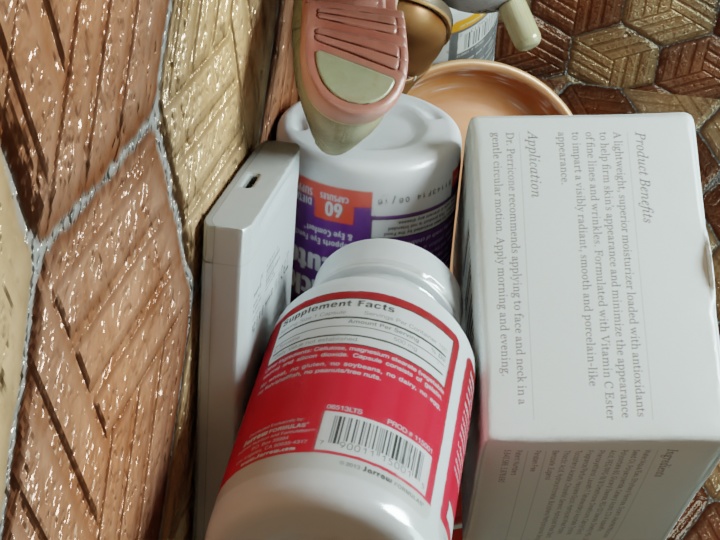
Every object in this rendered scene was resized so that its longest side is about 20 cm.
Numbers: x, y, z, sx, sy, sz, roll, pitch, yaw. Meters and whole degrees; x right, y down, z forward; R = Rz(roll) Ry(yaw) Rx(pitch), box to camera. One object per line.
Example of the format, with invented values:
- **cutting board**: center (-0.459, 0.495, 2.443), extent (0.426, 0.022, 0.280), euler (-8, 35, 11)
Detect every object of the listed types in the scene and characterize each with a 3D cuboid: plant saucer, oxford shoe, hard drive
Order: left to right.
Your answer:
- **hard drive**: center (-0.061, 0.046, 0.760), extent (0.132, 0.027, 0.201), euler (-69, 164, -65)
- **oxford shoe**: center (-0.010, -0.160, 0.779), extent (0.074, 0.070, 0.201), euler (122, -22, -63)
- **oxford shoe**: center (0.012, -0.126, 0.904), extent (0.200, 0.071, 0.072), euler (128, -22, -75)
- **plant saucer**: center (0.074, -0.056, 1.044), extent (0.037, 0.199, 0.201), euler (-140, -126, -71)

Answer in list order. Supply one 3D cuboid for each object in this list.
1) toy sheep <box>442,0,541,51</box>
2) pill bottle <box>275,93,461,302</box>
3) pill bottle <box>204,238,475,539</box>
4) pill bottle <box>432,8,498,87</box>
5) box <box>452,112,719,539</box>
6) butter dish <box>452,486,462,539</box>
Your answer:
- **toy sheep**: center (0.069, -0.228, 0.862), extent (0.138, 0.137, 0.201), euler (71, 1, -77)
- **pill bottle**: center (0.000, 0.000, 0.876), extent (0.112, 0.111, 0.201), euler (-72, 168, -59)
- **pill bottle**: center (-0.002, 0.077, 0.707), extent (0.200, 0.112, 0.113), euler (-74, 170, -50)
- **pill bottle**: center (0.047, -0.174, 1.087), extent (0.200, 0.116, 0.117), euler (89, 11, -59)
- **box**: center (0.125, 0.041, 0.833), extent (0.200, 0.130, 0.200), euler (88, 2, -63)
- **butter dish**: center (0.008, 0.171, 0.996), extent (0.148, 0.199, 0.200), euler (-112, -163, -48)
